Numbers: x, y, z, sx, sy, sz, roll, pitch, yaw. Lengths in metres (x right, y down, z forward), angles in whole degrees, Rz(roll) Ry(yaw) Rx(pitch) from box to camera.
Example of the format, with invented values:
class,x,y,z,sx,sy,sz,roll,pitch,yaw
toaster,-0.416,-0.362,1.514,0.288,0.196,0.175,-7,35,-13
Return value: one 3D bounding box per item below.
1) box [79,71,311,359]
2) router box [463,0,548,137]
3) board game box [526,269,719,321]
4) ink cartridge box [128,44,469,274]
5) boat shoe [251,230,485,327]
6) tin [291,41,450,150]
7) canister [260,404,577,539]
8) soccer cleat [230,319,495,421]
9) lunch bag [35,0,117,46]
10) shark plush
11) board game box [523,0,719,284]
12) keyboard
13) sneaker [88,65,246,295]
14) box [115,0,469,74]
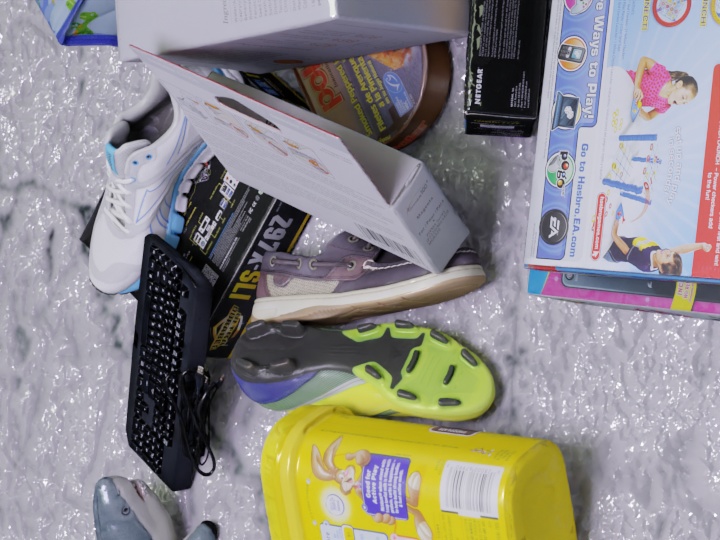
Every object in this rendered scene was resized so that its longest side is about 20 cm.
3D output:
class,x,y,z,sx,sy,sz,roll,pitch,yaw
box,-0.114,-0.059,1.693,0.160,0.049,0.201,43,113,36
router box,0.099,-0.192,1.468,0.051,0.149,0.201,5,88,3
board game box,0.210,-0.044,1.418,0.199,0.064,0.148,6,89,40
ink cartridge box,-0.041,-0.088,1.498,0.200,0.174,0.044,26,73,35
boat shoe,0.000,0.000,1.581,0.199,0.072,0.065,-12,81,42
tin,-0.004,-0.176,1.621,0.112,0.042,0.201,-36,65,27
canister,0.042,0.173,1.502,0.199,0.086,0.149,5,113,37
soccer cleat,0.005,0.077,1.581,0.199,0.084,0.065,6,61,22
lunch bag,-0.182,-0.297,1.720,0.170,0.127,0.200,55,128,29
shark plush,-0.186,0.254,1.701,0.091,0.083,0.201,24,101,38
board game box,0.202,-0.091,1.353,0.195,0.056,0.201,6,88,39
keyboard,-0.147,0.079,1.664,0.104,0.040,0.201,35,133,34
sneaker,-0.165,-0.072,1.652,0.075,0.086,0.201,39,112,33
box,-0.049,-0.204,1.535,0.199,0.152,0.107,-5,88,38
